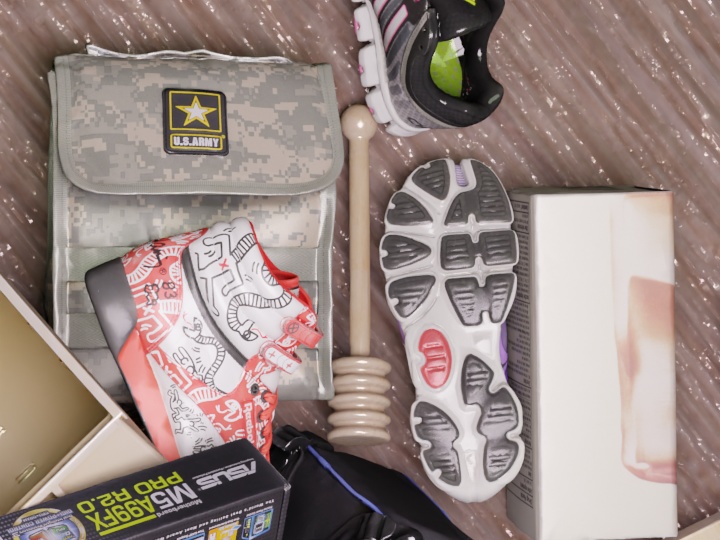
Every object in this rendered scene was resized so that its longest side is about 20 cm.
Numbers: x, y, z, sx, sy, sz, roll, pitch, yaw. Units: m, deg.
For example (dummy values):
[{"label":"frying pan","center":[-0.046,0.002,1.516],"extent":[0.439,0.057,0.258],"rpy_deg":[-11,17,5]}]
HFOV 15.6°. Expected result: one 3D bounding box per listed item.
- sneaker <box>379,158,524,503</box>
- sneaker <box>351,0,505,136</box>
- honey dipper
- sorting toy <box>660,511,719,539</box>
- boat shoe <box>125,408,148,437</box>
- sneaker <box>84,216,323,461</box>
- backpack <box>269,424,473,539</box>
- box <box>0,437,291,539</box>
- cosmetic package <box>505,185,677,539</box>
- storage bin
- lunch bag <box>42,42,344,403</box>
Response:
[{"label":"sneaker","center":[0.052,0.035,1.529],"extent":[0.080,0.083,0.201],"rpy_deg":[-2,84,0]},{"label":"sneaker","center":[0.037,-0.165,1.481],"extent":[0.074,0.087,0.201],"rpy_deg":[-32,121,-36]},{"label":"honey dipper","center":[0.000,0.000,1.516],"extent":[0.038,0.038,0.201],"rpy_deg":[3,77,-9]},{"label":"sorting toy","center":[0.263,0.225,1.575],"extent":[0.198,0.070,0.201],"rpy_deg":[-25,97,-6]},{"label":"boat shoe","center":[-0.141,0.126,1.460],"extent":[0.200,0.068,0.072],"rpy_deg":[-23,97,-27]},{"label":"sneaker","center":[-0.062,0.071,1.408],"extent":[0.108,0.067,0.202],"rpy_deg":[-23,103,-1]},{"label":"backpack","center":[-0.009,0.219,1.478],"extent":[0.147,0.183,0.200],"rpy_deg":[24,95,-29]},{"label":"box","center":[-0.137,0.183,1.326],"extent":[0.199,0.044,0.161],"rpy_deg":[-16,132,-33]},{"label":"cosmetic package","center":[0.133,0.052,1.529],"extent":[0.087,0.103,0.201],"rpy_deg":[-1,95,-8]},{"label":"storage bin","center":[-0.233,0.095,1.367],"extent":[0.199,0.094,0.200],"rpy_deg":[-44,60,-2]},{"label":"lunch bag","center":[-0.097,-0.028,1.481],"extent":[0.163,0.118,0.201],"rpy_deg":[0,92,-10]}]
